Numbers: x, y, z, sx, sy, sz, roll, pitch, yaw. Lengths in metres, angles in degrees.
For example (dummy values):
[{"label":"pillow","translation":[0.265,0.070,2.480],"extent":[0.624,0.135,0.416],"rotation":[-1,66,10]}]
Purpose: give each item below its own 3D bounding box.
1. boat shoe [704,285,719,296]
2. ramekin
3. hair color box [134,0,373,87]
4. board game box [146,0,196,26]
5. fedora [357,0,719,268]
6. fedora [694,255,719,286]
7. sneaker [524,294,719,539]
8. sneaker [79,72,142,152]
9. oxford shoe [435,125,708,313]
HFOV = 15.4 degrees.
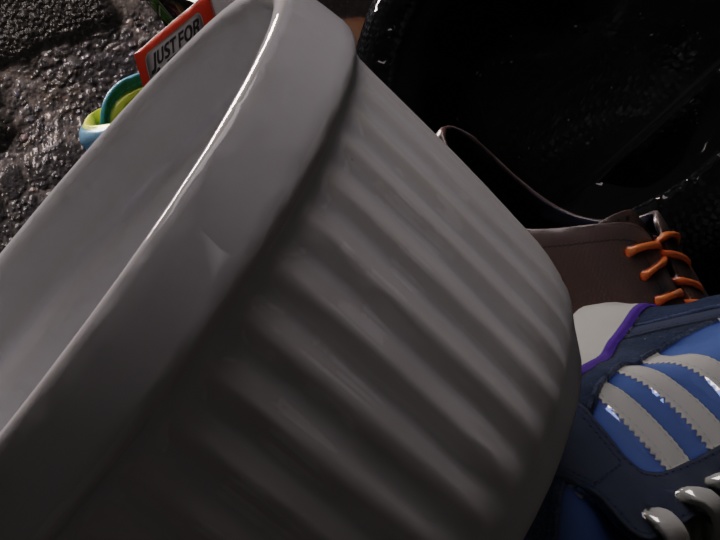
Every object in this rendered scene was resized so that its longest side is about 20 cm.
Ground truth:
[{"label":"boat shoe","translation":[0.153,0.038,1.002],"extent":[0.199,0.071,0.070],"rotation":[-3,12,12]},{"label":"ramekin","translation":[-0.040,0.043,0.600],"extent":[0.200,0.105,0.200],"rotation":[-48,13,16]},{"label":"hair color box","translation":[0.000,0.000,0.940],"extent":[0.101,0.201,0.061],"rotation":[-11,-12,-35]},{"label":"board game box","translation":[-0.029,-0.076,1.110],"extent":[0.023,0.105,0.200],"rotation":[-43,24,-8]},{"label":"fedora","translation":[0.098,-0.064,0.900],"extent":[0.200,0.202,0.092],"rotation":[-10,-25,28]},{"label":"fedora","translation":[0.120,-0.023,1.068],"extent":[0.199,0.092,0.201],"rotation":[-7,-31,-4]},{"label":"sneaker","translation":[0.108,0.062,0.654],"extent":[0.146,0.081,0.200],"rotation":[3,22,18]},{"label":"sneaker","translation":[-0.074,-0.021,1.215],"extent":[0.079,0.131,0.200],"rotation":[-12,-11,2]},{"label":"oxford shoe","translation":[0.081,0.024,0.788],"extent":[0.200,0.073,0.071],"rotation":[31,20,27]}]
